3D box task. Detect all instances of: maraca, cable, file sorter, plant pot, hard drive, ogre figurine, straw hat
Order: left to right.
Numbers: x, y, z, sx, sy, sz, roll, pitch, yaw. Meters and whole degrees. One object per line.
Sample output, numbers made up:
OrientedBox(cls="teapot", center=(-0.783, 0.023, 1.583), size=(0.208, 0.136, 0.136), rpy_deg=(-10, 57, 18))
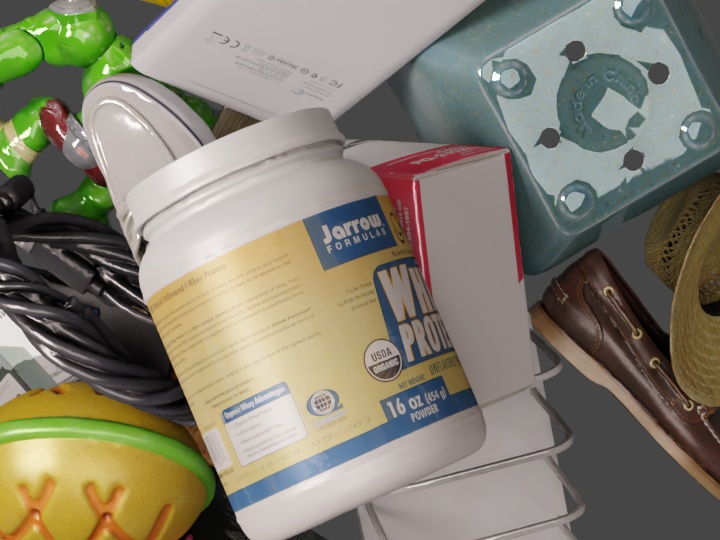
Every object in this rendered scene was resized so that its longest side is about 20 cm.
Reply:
OrientedBox(cls="maraca", center=(-0.184, 0.120, 1.259), size=(0.198, 0.108, 0.138), rpy_deg=(3, 146, 1))
OrientedBox(cls="cable", center=(-0.153, 0.017, 1.247), size=(0.200, 0.163, 0.051), rpy_deg=(40, 104, 8))
OrientedBox(cls="ogre figurine", center=(-0.163, -0.090, 1.342), size=(0.120, 0.098, 0.200), rpy_deg=(-43, 95, 12))
OrientedBox(cls="hard drive", center=(-0.026, -0.148, 1.226), size=(0.131, 0.200, 0.026), rpy_deg=(20, 56, -29))
OrientedBox(cls="file sorter", center=(0.072, 0.149, 1.357), size=(0.137, 0.125, 0.202), rpy_deg=(-14, 107, -7))
OrientedBox(cls="plant pot", center=(0.130, -0.112, 1.307), size=(0.195, 0.200, 0.197), rpy_deg=(-30, 101, 3))
OrientedBox(cls="straw hat", center=(0.234, -0.018, 1.385), size=(0.200, 0.085, 0.203), rpy_deg=(-26, 130, -35))

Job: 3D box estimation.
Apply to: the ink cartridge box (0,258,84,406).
OrientedBox(cls="ink cartridge box", center=(-0.237, 0.085, 1.349), size=(0.146, 0.084, 0.200), rpy_deg=(-40, 100, 1))

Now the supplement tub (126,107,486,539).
OrientedBox(cls="supplement tub", center=(-0.032, 0.030, 1.150), size=(0.144, 0.145, 0.202), rpy_deg=(-24, 85, 1))

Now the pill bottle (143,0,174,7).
OrientedBox(cls="pill bottle", center=(-0.108, -0.210, 1.288), size=(0.198, 0.104, 0.105), rpy_deg=(18, 100, 15))

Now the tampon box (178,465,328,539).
OrientedBox(cls="tampon box", center=(-0.095, 0.234, 1.356), size=(0.126, 0.200, 0.151), rpy_deg=(32, 97, -9))

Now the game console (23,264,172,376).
OrientedBox(cls="game console", center=(-0.229, 0.085, 1.404), size=(0.198, 0.031, 0.179), rpy_deg=(13, 100, -7))

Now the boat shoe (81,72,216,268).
OrientedBox(cls="boat shoe", center=(-0.108, -0.025, 1.250), size=(0.072, 0.066, 0.201), rpy_deg=(-30, 87, 27))

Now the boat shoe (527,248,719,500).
OrientedBox(cls="boat shoe", center=(0.201, 0.072, 1.412), size=(0.200, 0.070, 0.070), rpy_deg=(44, 99, -11))

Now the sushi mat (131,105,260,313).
OrientedBox(cls="sushi mat", center=(-0.081, -0.056, 1.361), size=(0.012, 0.095, 0.201), rpy_deg=(33, 98, 31))

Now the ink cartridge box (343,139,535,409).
OrientedBox(cls="ink cartridge box", center=(0.000, 0.000, 1.280), size=(0.084, 0.199, 0.146), rpy_deg=(-18, 107, -40))
